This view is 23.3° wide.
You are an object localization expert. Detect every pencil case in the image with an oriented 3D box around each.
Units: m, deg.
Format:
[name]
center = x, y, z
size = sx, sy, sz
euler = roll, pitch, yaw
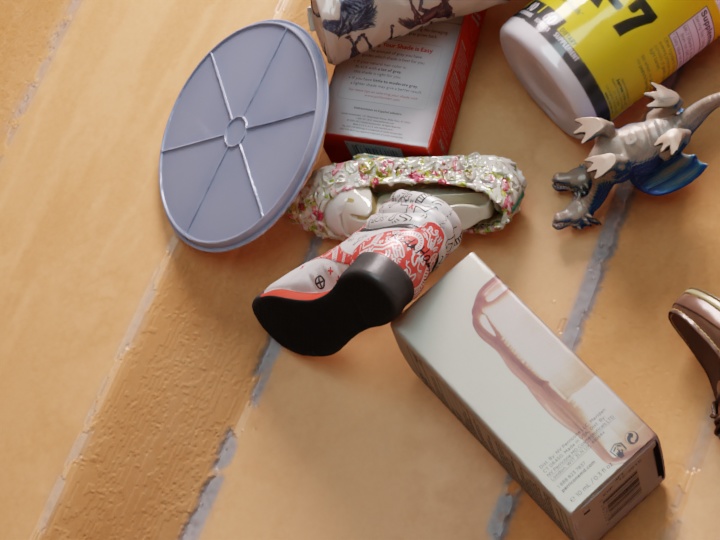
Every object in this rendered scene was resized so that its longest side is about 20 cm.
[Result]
[pencil case]
center = 0.050, -0.229, 1.389
size = 0.199, 0.089, 0.078
euler = -19, 92, 4

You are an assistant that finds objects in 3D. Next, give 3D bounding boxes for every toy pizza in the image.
[toy pizza]
center = -0.092, -0.109, 1.434
size = 0.200, 0.032, 0.201
euler = -20, 60, 39

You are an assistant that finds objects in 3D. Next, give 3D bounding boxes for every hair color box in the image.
[hair color box]
center = 0.040, -0.182, 1.446
size = 0.101, 0.061, 0.201
euler = 10, 70, 18

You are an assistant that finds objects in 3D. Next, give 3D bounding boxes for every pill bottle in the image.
[pill bottle]
center = 0.219, -0.206, 1.381
size = 0.200, 0.114, 0.114
euler = -39, 63, -5

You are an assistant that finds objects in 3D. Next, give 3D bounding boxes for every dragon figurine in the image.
[dragon figurine]
center = 0.224, -0.094, 1.327
size = 0.199, 0.099, 0.059
euler = -25, 70, 16

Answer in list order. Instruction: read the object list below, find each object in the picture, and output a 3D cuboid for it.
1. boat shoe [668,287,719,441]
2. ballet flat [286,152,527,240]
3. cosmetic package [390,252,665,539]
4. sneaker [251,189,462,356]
[boat shoe]
center = 0.281, 0.097, 1.249
size = 0.067, 0.072, 0.200
euler = -35, 65, -5
[ballet flat]
center = 0.032, -0.054, 1.379
size = 0.199, 0.076, 0.064
euler = -8, 36, 12
[cosmetic package]
center = 0.123, 0.095, 1.276
size = 0.087, 0.103, 0.200
euler = -41, 64, -6
[sneaker]
center = 0.001, 0.001, 1.338
size = 0.067, 0.201, 0.108
euler = 49, 60, -12
